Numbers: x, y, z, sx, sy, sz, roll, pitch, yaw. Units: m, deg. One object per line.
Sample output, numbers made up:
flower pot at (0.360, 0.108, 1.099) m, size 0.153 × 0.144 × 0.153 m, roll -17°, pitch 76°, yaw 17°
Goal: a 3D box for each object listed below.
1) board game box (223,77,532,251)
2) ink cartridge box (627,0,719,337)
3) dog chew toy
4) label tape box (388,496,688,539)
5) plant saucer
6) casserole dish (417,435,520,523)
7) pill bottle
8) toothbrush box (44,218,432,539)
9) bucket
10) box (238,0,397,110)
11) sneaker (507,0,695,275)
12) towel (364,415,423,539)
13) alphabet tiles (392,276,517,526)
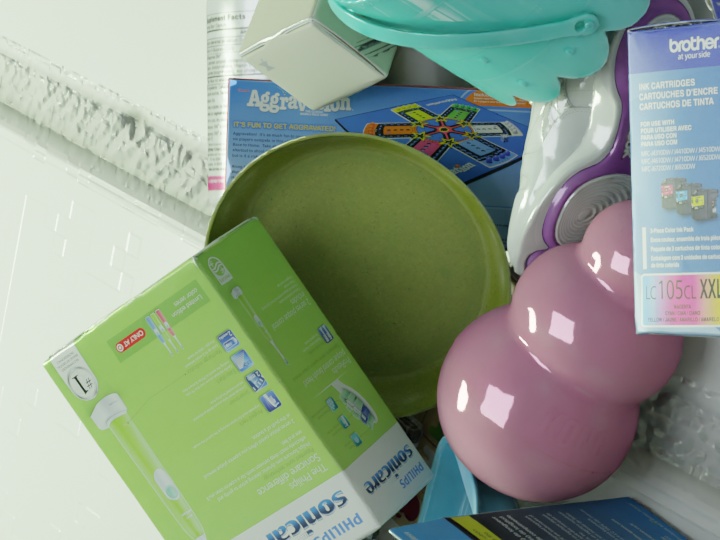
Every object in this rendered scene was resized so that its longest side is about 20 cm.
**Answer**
board game box at (0.011, -0.069, 1.607) m, size 0.200 × 0.019 × 0.103 m, roll 4°, pitch 96°, yaw 12°
ink cartridge box at (0.215, -0.066, 1.372) m, size 0.076 × 0.136 × 0.200 m, roll 1°, pitch 92°, yaw 43°
dog chew toy at (0.134, 0.042, 1.486) m, size 0.200 × 0.124 × 0.125 m, roll -54°, pitch 53°, yaw 23°
label tape box at (0.125, 0.197, 1.431) m, size 0.143 × 0.200 × 0.066 m, roll 36°, pitch 119°, yaw 42°
plant saucer at (0.000, 0.000, 1.595) m, size 0.200 × 0.031 × 0.200 m, roll 6°, pitch 116°, yaw 12°
casserole dish at (0.067, 0.193, 1.574) m, size 0.121 × 0.039 × 0.200 m, roll -106°, pitch 21°, yaw -46°
pill bottle at (-0.047, -0.141, 1.686) m, size 0.113 × 0.113 × 0.200 m, roll 1°, pitch 92°, yaw 49°
toothbrush box at (-0.077, 0.093, 1.568) m, size 0.146 × 0.086 × 0.200 m, roll -34°, pitch 90°, yaw 32°
bucket at (0.076, -0.209, 1.479) m, size 0.207 × 0.135 × 0.207 m, roll -39°, pitch 38°, yaw 39°
box at (-0.003, -0.207, 1.597) m, size 0.082 × 0.068 × 0.200 m, roll -20°, pitch 43°, yaw 49°
sneaker at (0.137, -0.090, 1.523) m, size 0.100 × 0.075 × 0.200 m, roll 47°, pitch 120°, yaw 52°
towel at (-0.053, 0.127, 1.714) m, size 0.200 × 0.086 × 0.166 m, roll 41°, pitch 116°, yaw 36°
alphabet tiles at (0.042, 0.070, 1.670) m, size 0.166 × 0.006 × 0.200 m, roll 43°, pitch 122°, yaw 39°
